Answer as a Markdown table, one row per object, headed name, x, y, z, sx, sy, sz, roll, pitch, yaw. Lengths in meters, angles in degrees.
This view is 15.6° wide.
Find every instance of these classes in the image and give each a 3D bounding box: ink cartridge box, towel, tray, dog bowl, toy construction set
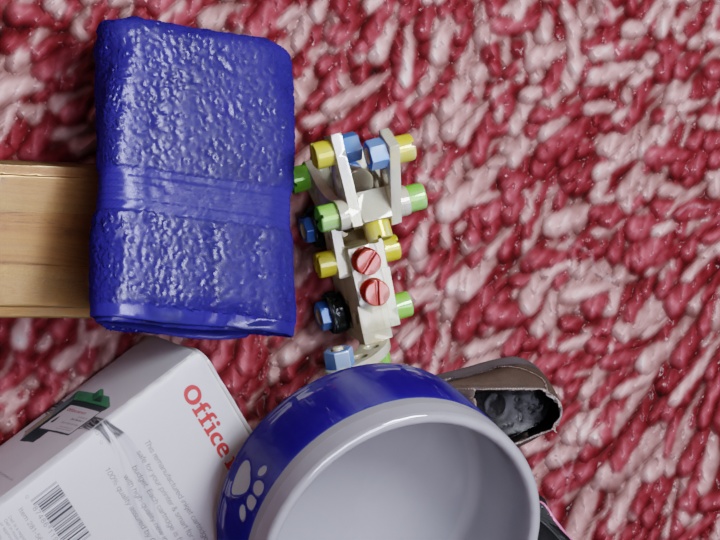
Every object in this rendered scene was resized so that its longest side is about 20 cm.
| name | x | y | z | sx | sy | sz | roll | pitch | yaw |
| --- | --- | --- | --- | --- | --- | --- | --- | --- | --- |
| ink cartridge box | -0.161 | 0.158 | 1.702 | 0.200 | 0.084 | 0.146 | -37 | 113 | -20 |
| towel | -0.110 | -0.056 | 1.685 | 0.147 | 0.050 | 0.201 | 7 | 78 | -34 |
| tray | -0.157 | -0.019 | 1.709 | 0.200 | 0.037 | 0.099 | 1 | 97 | -29 |
| dog bowl | 0.011 | 0.163 | 1.690 | 0.200 | 0.079 | 0.201 | -12 | 119 | -22 |
| toy construction set | 0.000 | 0.000 | 1.738 | 0.092 | 0.131 | 0.201 | 0 | 99 | -18 |

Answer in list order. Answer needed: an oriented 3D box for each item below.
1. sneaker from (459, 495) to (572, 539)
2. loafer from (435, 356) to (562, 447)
| name | x | y | z | sx | sy | sz | roll | pitch | yaw |
| --- | --- | --- | --- | --- | --- | --- | --- | --- | --- |
| sneaker | 0.101 | 0.193 | 1.853 | 0.200 | 0.079 | 0.096 | 38 | 48 | -33 |
| loafer | 0.054 | 0.107 | 1.817 | 0.200 | 0.071 | 0.073 | -21 | 106 | -24 |
